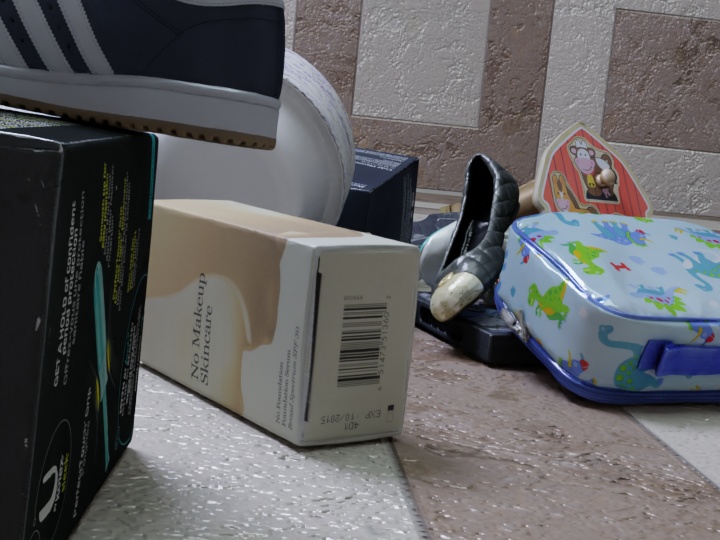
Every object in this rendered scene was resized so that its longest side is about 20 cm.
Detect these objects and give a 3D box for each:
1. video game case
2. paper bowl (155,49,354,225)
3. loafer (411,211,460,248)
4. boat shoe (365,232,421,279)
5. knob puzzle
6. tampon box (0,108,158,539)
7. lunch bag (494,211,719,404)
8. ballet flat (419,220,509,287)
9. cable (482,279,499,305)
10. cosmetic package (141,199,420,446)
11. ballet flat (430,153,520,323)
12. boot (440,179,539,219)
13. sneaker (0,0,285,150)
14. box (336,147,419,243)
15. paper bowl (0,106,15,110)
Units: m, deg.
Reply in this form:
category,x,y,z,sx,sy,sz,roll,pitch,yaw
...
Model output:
category,x,y,z,sx,sy,sz,roll,pitch,yaw
video game case,0.154,0.046,0.935,0.197,0.026,0.180,3,8,-20
paper bowl,-0.108,-0.085,0.980,0.197,0.203,0.105,7,30,6
loafer,0.044,-0.021,1.280,0.196,0.064,0.072,-3,36,-1
boat shoe,0.003,-0.001,0.967,0.071,0.061,0.202,-23,1,14
knob puzzle,0.281,-0.082,1.359,0.217,0.223,0.030,1,-18,-35
tampon box,-0.158,0.014,0.442,0.124,0.153,0.200,7,7,-2
lunch bag,0.202,0.027,0.806,0.197,0.084,0.161,1,27,-25
ballet flat,0.132,-0.008,1.033,0.069,0.071,0.198,12,7,39
cable,0.167,0.020,0.976,0.096,0.051,0.198,-11,-17,41
cosmetic package,-0.057,0.021,0.660,0.070,0.107,0.199,0,8,-36
ballet flat,0.084,-0.024,0.918,0.066,0.057,0.201,-32,18,31
boot,0.206,-0.086,1.440,0.198,0.067,0.175,-22,1,16
sneaker,-0.123,-0.120,0.479,0.197,0.110,0.070,11,6,2
box,-0.061,-0.063,1.157,0.197,0.106,0.182,11,17,16
paper bowl,-0.266,-0.070,0.882,0.197,0.106,0.202,10,35,-7
